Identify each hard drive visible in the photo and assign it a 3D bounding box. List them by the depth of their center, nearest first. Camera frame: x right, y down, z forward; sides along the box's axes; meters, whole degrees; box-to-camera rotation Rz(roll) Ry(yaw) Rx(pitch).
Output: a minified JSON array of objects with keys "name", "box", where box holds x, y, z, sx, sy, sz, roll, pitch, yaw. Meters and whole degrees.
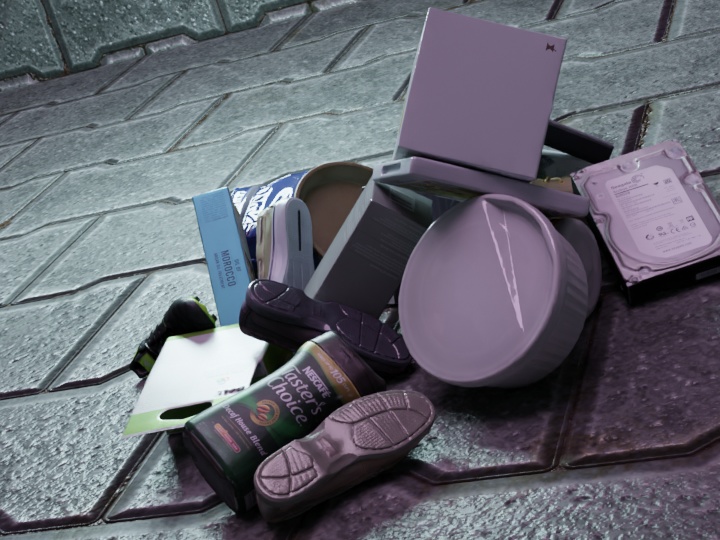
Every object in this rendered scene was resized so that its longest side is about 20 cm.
[{"name":"hard drive","box":[0.335,-0.060,1.622,0.139,0.038,0.201,-17,44,1]},{"name":"hard drive","box":[0.200,-0.183,1.762,0.199,0.033,0.140,20,7,-16]}]

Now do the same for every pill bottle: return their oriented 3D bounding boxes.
[{"name":"pill bottle","box":[0.161,0.004,1.603,0.199,0.117,0.116,-4,25,36]}]

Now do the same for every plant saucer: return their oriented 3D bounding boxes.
[{"name":"plant saucer","box":[0.001,-0.057,1.848,0.200,0.200,0.030,-40,-12,-45]}]

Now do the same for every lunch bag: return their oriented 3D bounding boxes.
[{"name":"lunch bag","box":[-0.122,-0.032,1.900,0.131,0.137,0.200,-13,24,16]}]

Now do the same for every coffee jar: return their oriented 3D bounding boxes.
[{"name":"coffee jar","box":[-0.073,0.148,1.437,0.199,0.086,0.104,-33,58,-23]}]

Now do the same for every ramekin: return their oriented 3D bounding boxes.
[{"name":"ramekin","box":[0.144,0.029,1.467,0.201,0.204,0.094,2,-14,43]}]

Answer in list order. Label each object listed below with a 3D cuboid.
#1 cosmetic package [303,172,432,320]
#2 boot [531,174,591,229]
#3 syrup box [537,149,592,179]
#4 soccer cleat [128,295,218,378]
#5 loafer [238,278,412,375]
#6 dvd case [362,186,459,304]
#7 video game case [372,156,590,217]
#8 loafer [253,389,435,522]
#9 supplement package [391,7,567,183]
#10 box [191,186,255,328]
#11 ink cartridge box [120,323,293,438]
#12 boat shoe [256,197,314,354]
[{"name":"cosmetic package","box":[0.000,0.000,1.643,0.090,0.201,0.107,26,22,-8]},{"name":"boot","box":[0.215,-0.106,1.731,0.154,0.201,0.073,-22,-5,-14]},{"name":"syrup box","box":[0.190,-0.118,1.817,0.198,0.079,0.081,6,11,-21]},{"name":"soccer cleat","box":[-0.230,0.088,1.736,0.081,0.068,0.200,-45,3,-28]},{"name":"loafer","box":[-0.041,0.073,1.586,0.199,0.063,0.072,23,34,-5]},{"name":"dvd case","box":[0.101,-0.039,1.715,0.199,0.150,0.016,-5,9,30]},{"name":"video game case","box":[0.127,-0.088,1.549,0.198,0.023,0.182,12,-1,-12]},{"name":"loafer","box":[-0.017,0.181,1.389,0.199,0.063,0.072,-25,56,-23]},{"name":"supplement package","box":[0.124,-0.180,1.550,0.149,0.153,0.200,13,-1,0]},{"name":"box","box":[-0.158,0.006,1.747,0.049,0.082,0.201,-15,65,1]},{"name":"ink cartridge box","box":[-0.166,0.144,1.589,0.147,0.076,0.200,-12,27,16]},{"name":"boat shoe","box":[-0.095,0.010,1.755,0.062,0.202,0.072,-17,-27,42]}]
